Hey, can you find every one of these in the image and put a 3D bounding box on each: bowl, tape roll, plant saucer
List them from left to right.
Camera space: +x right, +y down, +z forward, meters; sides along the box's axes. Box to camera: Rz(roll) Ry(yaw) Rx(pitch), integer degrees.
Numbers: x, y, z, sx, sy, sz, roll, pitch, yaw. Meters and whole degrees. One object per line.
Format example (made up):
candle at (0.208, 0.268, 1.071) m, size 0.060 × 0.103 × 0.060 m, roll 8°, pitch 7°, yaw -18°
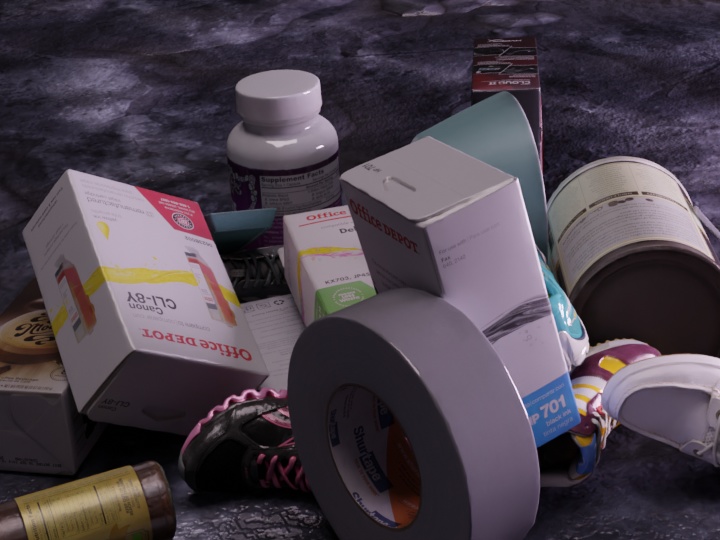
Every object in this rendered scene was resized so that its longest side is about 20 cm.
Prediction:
plant saucer at (-0.144, -0.020, 1.428) m, size 0.069 × 0.019 × 0.200 m, roll -7°, pitch -11°, yaw -26°
tape roll at (0.032, 0.117, 1.033) m, size 0.066 × 0.203 × 0.199 m, roll -21°, pitch 30°, yaw -32°
bowl at (0.096, -0.058, 1.390) m, size 0.104 × 0.203 × 0.201 m, roll -7°, pitch 25°, yaw -8°

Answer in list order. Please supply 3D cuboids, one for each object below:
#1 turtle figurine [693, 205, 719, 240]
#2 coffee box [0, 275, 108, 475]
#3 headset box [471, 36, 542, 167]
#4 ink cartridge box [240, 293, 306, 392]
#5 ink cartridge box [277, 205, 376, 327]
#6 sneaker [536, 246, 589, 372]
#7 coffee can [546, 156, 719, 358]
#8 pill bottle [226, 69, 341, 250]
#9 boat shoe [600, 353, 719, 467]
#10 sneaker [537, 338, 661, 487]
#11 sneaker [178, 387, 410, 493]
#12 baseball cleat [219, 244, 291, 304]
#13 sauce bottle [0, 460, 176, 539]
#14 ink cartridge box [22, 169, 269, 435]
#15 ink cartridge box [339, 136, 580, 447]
turtle figurine at (0.406, -0.029, 1.362) m, size 0.143 × 0.200 × 0.195 m, roll -36°, pitch 27°, yaw 12°
coffee box at (-0.262, 0.084, 1.282) m, size 0.112 × 0.081 × 0.200 m, roll 2°, pitch 26°, yaw 12°
headset box at (0.160, -0.153, 1.642) m, size 0.076 × 0.151 × 0.201 m, roll -1°, pitch 26°, yaw 7°
ink cartridge box at (-0.012, 0.071, 1.317) m, size 0.196 × 0.044 × 0.200 m, roll -10°, pitch 25°, yaw -14°
ink cartridge box at (0.000, 0.000, 1.306) m, size 0.116 × 0.068 × 0.201 m, roll -10°, pitch 35°, yaw -13°
sneaker at (0.119, 0.000, 1.201) m, size 0.077 × 0.080 × 0.200 m, roll -32°, pitch 41°, yaw -5°
coffee can at (0.237, 0.004, 1.302) m, size 0.144 × 0.148 × 0.201 m, roll -3°, pitch 25°, yaw 2°
pill bottle at (-0.074, -0.088, 1.475) m, size 0.111 × 0.202 × 0.113 m, roll -3°, pitch 25°, yaw 1°
boat shoe at (0.277, 0.116, 1.119) m, size 0.197 × 0.071 × 0.070 m, roll 10°, pitch 37°, yaw -12°
sneaker at (0.170, 0.121, 1.161) m, size 0.198 × 0.076 × 0.090 m, roll -25°, pitch 30°, yaw -21°
sneaker at (-0.040, 0.140, 1.157) m, size 0.198 × 0.080 × 0.096 m, roll -13°, pitch 38°, yaw -15°
baseball cleat at (-0.107, 0.010, 1.395) m, size 0.198 × 0.071 × 0.107 m, roll -14°, pitch -15°, yaw -3°
sauce bottle at (-0.232, 0.191, 1.075) m, size 0.198 × 0.065 × 0.065 m, roll -14°, pitch 27°, yaw -19°
ink cartridge box at (-0.178, 0.027, 1.241) m, size 0.144 × 0.083 × 0.201 m, roll 15°, pitch 38°, yaw -43°
ink cartridge box at (0.071, 0.020, 1.096) m, size 0.085 × 0.202 × 0.146 m, roll -24°, pitch 25°, yaw -16°
